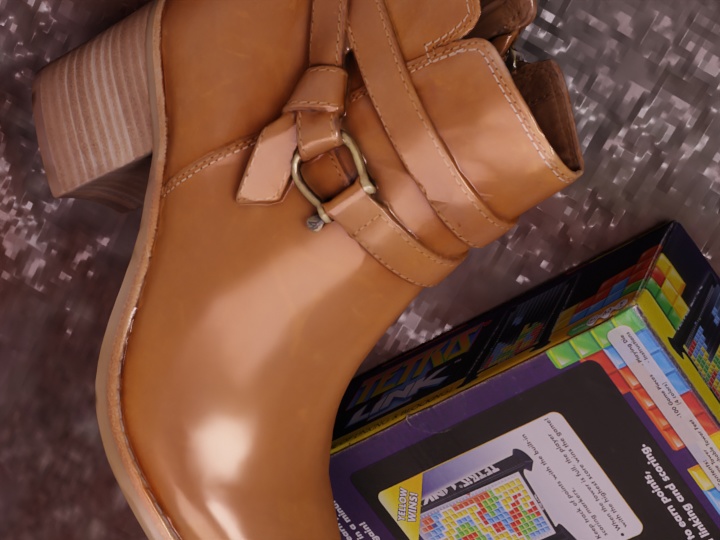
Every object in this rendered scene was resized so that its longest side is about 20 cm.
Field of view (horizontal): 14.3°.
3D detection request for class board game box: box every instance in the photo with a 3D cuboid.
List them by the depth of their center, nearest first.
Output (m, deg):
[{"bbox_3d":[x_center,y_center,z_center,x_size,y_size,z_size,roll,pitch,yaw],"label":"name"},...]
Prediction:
[{"bbox_3d":[0.082,0.105,0.893,0.165,0.057,0.200,-26,107,33],"label":"board game box"}]

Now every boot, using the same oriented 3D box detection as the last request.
[{"bbox_3d":[0.000,0.000,0.825,0.155,0.077,0.201,-20,77,25],"label":"boot"}]
